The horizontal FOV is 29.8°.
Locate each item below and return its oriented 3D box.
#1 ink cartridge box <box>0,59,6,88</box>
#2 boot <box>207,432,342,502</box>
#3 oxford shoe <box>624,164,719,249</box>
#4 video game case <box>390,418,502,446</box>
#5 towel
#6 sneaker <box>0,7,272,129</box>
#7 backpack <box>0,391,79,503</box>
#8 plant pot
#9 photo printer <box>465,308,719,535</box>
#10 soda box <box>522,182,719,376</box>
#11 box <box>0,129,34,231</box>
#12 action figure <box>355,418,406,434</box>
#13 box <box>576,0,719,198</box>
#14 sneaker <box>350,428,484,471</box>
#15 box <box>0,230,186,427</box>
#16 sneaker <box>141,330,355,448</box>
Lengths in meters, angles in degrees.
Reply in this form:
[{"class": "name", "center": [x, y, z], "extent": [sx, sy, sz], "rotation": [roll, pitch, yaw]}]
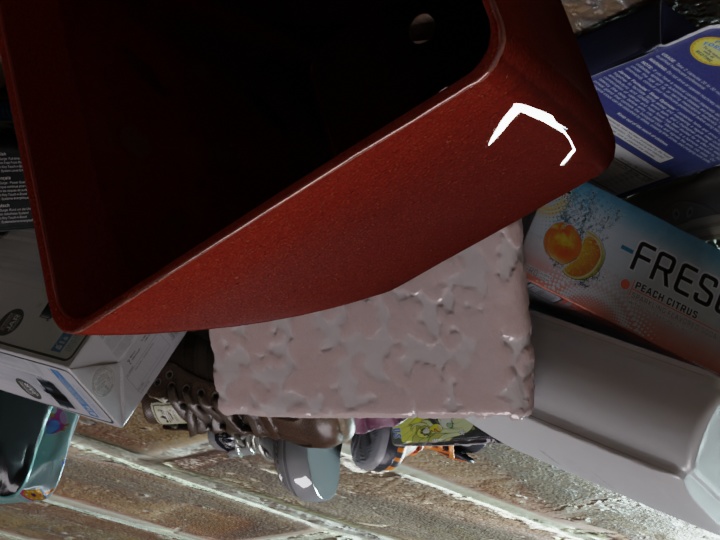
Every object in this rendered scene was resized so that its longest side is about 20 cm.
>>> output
[{"class": "ink cartridge box", "center": [-0.231, -0.155, 0.609], "extent": [0.164, 0.076, 0.199], "rotation": [-15, 150, 36]}, {"class": "boot", "center": [-0.066, 0.124, 0.993], "extent": [0.095, 0.074, 0.200], "rotation": [-9, -174, 5]}, {"class": "oxford shoe", "center": [0.198, -0.030, 0.831], "extent": [0.075, 0.058, 0.200], "rotation": [16, 169, -19]}, {"class": "video game case", "center": [0.138, 0.084, 0.998], "extent": [0.180, 0.036, 0.200], "rotation": [-6, -174, 25]}, {"class": "towel", "center": [-0.001, -0.019, 0.739], "extent": [0.189, 0.202, 0.032], "rotation": [-3, -175, 23]}, {"class": "sneaker", "center": [-0.126, -0.098, 0.715], "extent": [0.198, 0.076, 0.088], "rotation": [-4, 155, 22]}, {"class": "backpack", "center": [-0.317, 0.098, 1.069], "extent": [0.198, 0.177, 0.153], "rotation": [-6, 150, 33]}, {"class": "plant pot", "center": [-0.010, -0.090, 0.544], "extent": [0.199, 0.201, 0.176], "rotation": [-29, 154, 27]}, {"class": "photo printer", "center": [0.132, 0.081, 0.789], "extent": [0.199, 0.070, 0.166], "rotation": [20, 169, 35]}, {"class": "soda box", "center": [0.173, 0.017, 0.769], "extent": [0.199, 0.069, 0.064], "rotation": [27, 170, -7]}, {"class": "box", "center": [-0.197, -0.052, 0.714], "extent": [0.199, 0.048, 0.192], "rotation": [-6, -172, -45]}, {"class": "action figure", "center": [0.000, 0.000, 0.857], "extent": [0.148, 0.134, 0.202], "rotation": [13, 124, 39]}, {"class": "box", "center": [0.146, -0.085, 0.740], "extent": [0.121, 0.033, 0.199], "rotation": [24, 152, -37]}, {"class": "sneaker", "center": [0.053, 0.119, 1.083], "extent": [0.111, 0.078, 0.200], "rotation": [18, -169, -3]}, {"class": "box", "center": [-0.201, 0.019, 0.861], "extent": [0.199, 0.117, 0.060], "rotation": [11, 147, 40]}, {"class": "sneaker", "center": [-0.092, 0.079, 0.838], "extent": [0.199, 0.076, 0.071], "rotation": [19, 141, 39]}]
